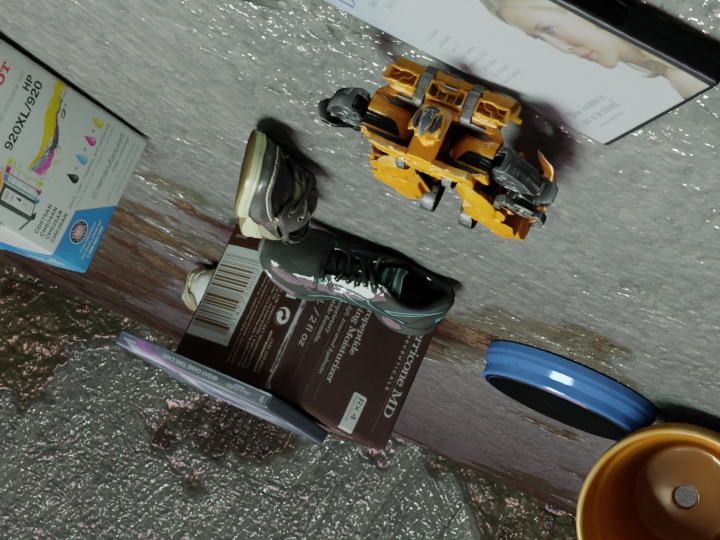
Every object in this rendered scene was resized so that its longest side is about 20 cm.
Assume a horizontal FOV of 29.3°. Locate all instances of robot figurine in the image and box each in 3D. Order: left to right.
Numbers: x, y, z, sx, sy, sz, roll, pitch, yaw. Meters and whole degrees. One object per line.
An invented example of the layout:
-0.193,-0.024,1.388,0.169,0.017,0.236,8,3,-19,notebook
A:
0.054,-0.070,0.814,0.145,0.058,0.200,23,175,12,robot figurine

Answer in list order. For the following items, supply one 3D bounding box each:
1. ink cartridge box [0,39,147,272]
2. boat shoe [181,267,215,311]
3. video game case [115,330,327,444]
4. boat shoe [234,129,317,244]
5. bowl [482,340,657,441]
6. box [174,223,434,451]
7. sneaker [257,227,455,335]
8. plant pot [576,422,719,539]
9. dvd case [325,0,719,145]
-0.335,-0.113,1.272,0.144,0.148,0.200,15,166,41,ink cartridge box
-0.214,0.034,1.919,0.068,0.075,0.200,18,170,4,boat shoe
-0.145,0.123,1.445,0.200,0.019,0.143,21,168,29,video game case
-0.066,-0.066,1.139,0.065,0.073,0.200,13,173,0,boat shoe
0.229,0.138,1.531,0.200,0.039,0.201,23,170,5,bowl
-0.056,0.072,1.497,0.164,0.166,0.200,13,165,45,box
0.000,0.000,1.327,0.199,0.076,0.079,19,160,-15,sneaker
0.343,0.254,1.471,0.200,0.201,0.183,21,-171,16,plant pot
0.063,-0.125,0.674,0.199,0.018,0.143,26,170,-7,dvd case
